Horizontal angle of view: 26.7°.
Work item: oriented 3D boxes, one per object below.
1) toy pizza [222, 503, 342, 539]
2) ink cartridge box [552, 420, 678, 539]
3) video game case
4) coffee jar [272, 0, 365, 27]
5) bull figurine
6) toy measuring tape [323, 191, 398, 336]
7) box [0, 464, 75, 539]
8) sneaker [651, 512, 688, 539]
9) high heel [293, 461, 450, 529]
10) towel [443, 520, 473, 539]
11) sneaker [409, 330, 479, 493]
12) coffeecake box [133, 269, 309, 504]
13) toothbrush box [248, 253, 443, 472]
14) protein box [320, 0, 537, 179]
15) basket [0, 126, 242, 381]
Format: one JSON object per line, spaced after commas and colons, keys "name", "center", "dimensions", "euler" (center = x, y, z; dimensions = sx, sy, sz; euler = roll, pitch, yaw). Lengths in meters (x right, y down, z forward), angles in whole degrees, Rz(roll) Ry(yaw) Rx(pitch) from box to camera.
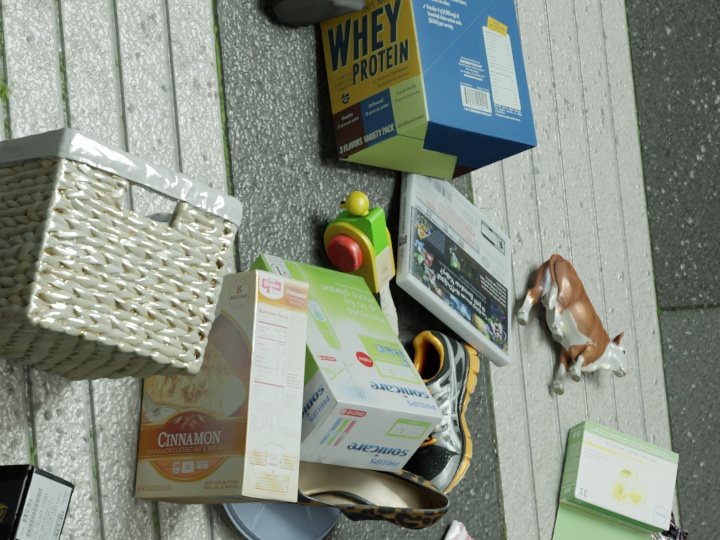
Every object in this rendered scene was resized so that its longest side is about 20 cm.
{"name": "toy pizza", "center": [-0.081, 0.184, 1.537], "dimensions": [0.199, 0.031, 0.203], "euler": [10, 76, -45]}
{"name": "ink cartridge box", "center": [0.317, 0.307, 1.901], "dimensions": [0.144, 0.048, 0.202], "euler": [21, 65, -17]}
{"name": "video game case", "center": [0.111, -0.011, 1.752], "dimensions": [0.200, 0.023, 0.184], "euler": [39, 41, -37]}
{"name": "coffee jar", "center": [-0.048, -0.365, 1.610], "dimensions": [0.085, 0.103, 0.203], "euler": [4, 81, -49]}
{"name": "bull figurine", "center": [0.269, 0.077, 1.909], "dimensions": [0.201, 0.065, 0.122], "euler": [56, 45, -24]}
{"name": "toy measuring tape", "center": [0.000, 0.000, 1.650], "dimensions": [0.074, 0.073, 0.202], "euler": [-45, 138, -41]}
{"name": "box", "center": [-0.315, 0.251, 1.147], "dimensions": [0.050, 0.198, 0.201], "euler": [33, 61, -39]}
{"name": "sneaker", "center": [0.392, 0.340, 1.994], "dimensions": [0.080, 0.074, 0.202], "euler": [-37, 109, -43]}
{"name": "high heel", "center": [-0.010, 0.199, 1.482], "dimensions": [0.199, 0.141, 0.072], "euler": [34, 60, -38]}
{"name": "towel", "center": [0.138, 0.401, 1.741], "dimensions": [0.200, 0.030, 0.147], "euler": [49, 51, -30]}
{"name": "sneaker", "center": [0.078, 0.159, 1.687], "dimensions": [0.077, 0.078, 0.202], "euler": [36, 48, -38]}
{"name": "coffeecake box", "center": [-0.129, 0.112, 1.406], "dimensions": [0.073, 0.152, 0.203], "euler": [16, 72, -45]}
{"name": "toothbrush box", "center": [-0.031, 0.091, 1.487], "dimensions": [0.144, 0.086, 0.201], "euler": [14, 35, -41]}
{"name": "protein box", "center": [0.074, -0.226, 1.678], "dimensions": [0.197, 0.134, 0.203], "euler": [6, 71, -47]}
{"name": "basket", "center": [-0.238, -0.006, 1.276], "dimensions": [0.197, 0.198, 0.163], "euler": [22, 70, -42]}
